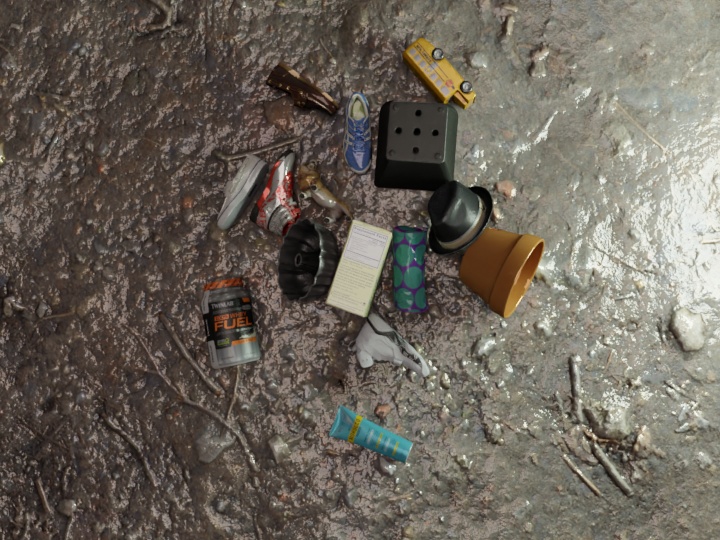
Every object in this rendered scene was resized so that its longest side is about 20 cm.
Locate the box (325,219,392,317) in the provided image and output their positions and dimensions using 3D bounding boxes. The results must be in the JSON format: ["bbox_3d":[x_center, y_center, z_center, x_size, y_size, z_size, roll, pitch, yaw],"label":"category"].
[{"bbox_3d":[0.000,0.000,1.626,0.095,0.176,0.203,19,88,5],"label":"box"}]

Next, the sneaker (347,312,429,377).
[{"bbox_3d":[0.065,0.207,1.663,0.200,0.075,0.115,43,91,10],"label":"sneaker"}]

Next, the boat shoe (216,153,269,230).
[{"bbox_3d":[-0.305,-0.197,1.716,0.065,0.072,0.202,31,88,10],"label":"boat shoe"}]

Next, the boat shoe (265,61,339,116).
[{"bbox_3d":[-0.145,-0.435,1.718,0.199,0.070,0.071,35,83,14],"label":"boat shoe"}]

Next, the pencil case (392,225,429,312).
[{"bbox_3d":[0.121,-0.004,1.649,0.091,0.085,0.203,-6,100,-38],"label":"pencil case"}]

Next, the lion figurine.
[{"bbox_3d":[-0.084,-0.176,1.693,0.072,0.123,0.201,-37,101,17],"label":"lion figurine"}]

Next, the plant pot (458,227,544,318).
[{"bbox_3d":[0.319,-0.010,1.606,0.139,0.200,0.202,28,89,21],"label":"plant pot"}]

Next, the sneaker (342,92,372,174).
[{"bbox_3d":[-0.010,-0.338,1.698,0.074,0.077,0.203,-5,88,2],"label":"sneaker"}]

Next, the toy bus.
[{"bbox_3d":[0.194,-0.474,1.696,0.078,0.065,0.201,-40,85,1],"label":"toy bus"}]

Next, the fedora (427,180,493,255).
[{"bbox_3d":[0.211,-0.137,1.609,0.201,0.201,0.092,-48,120,1],"label":"fedora"}]

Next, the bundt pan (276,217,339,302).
[{"bbox_3d":[-0.119,-0.020,1.646,0.075,0.201,0.205,9,87,-36],"label":"bundt pan"}]

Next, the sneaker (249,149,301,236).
[{"bbox_3d":[-0.181,-0.186,1.704,0.107,0.067,0.203,29,94,11],"label":"sneaker"}]

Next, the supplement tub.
[{"bbox_3d":[-0.315,0.127,1.670,0.121,0.123,0.203,-12,86,3],"label":"supplement tub"}]

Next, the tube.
[{"bbox_3d":[0.027,0.400,1.670,0.198,0.050,0.078,21,81,10],"label":"tube"}]

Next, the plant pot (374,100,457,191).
[{"bbox_3d":[0.133,-0.304,1.635,0.197,0.177,0.203,5,87,4],"label":"plant pot"}]
